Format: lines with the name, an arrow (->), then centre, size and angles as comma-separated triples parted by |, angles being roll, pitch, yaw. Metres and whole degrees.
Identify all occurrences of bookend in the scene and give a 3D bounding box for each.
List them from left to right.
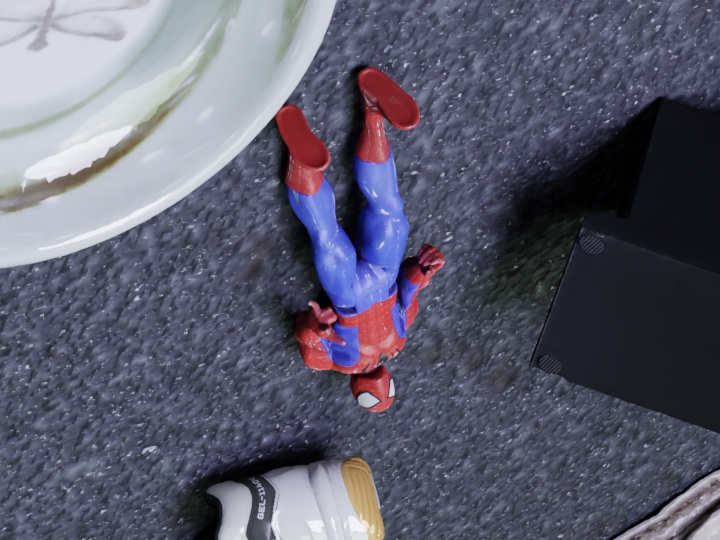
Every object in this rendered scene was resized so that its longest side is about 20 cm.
bookend -> 0.199, -0.020, 1.312 | 0.199, 0.199, 0.092 | 18, 135, 1

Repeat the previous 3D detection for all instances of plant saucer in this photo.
plant saucer -> -0.102, -0.087, 1.000 | 0.199, 0.050, 0.201 | -25, 148, -17

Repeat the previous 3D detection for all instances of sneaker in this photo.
sneaker -> -0.050, 0.157, 1.373 | 0.087, 0.076, 0.201 | -3, 137, -16

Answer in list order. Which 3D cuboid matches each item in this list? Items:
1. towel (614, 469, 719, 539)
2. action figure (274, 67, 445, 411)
towel -> 0.158, 0.187, 1.628 | 0.199, 0.035, 0.133 | -34, 148, -2
action figure -> 0.000, 0.000, 1.220 | 0.065, 0.052, 0.200 | -30, 151, -15
